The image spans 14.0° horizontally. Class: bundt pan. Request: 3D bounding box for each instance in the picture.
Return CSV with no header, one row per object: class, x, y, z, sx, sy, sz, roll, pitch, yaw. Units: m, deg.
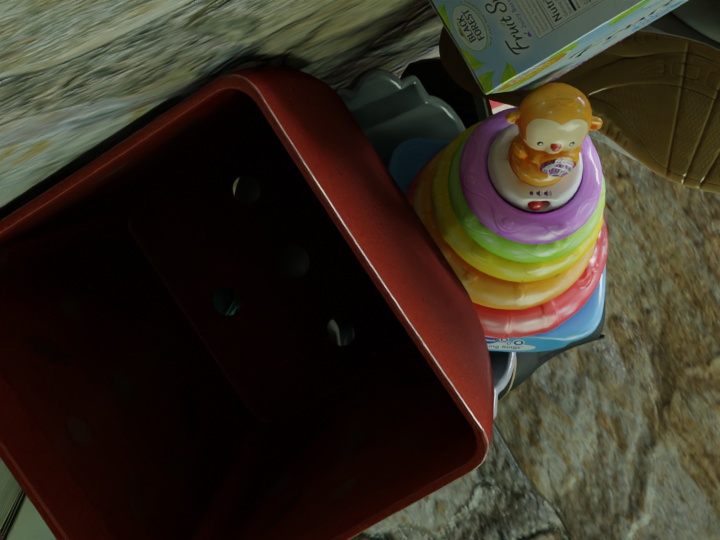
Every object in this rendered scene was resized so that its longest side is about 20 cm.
bundt pan,0.000,0.000,1.540,0.076,0.202,0.202,-13,-172,32

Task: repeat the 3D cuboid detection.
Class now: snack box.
snack box,0.137,-0.156,1.321,0.200,0.068,0.169,-32,178,12

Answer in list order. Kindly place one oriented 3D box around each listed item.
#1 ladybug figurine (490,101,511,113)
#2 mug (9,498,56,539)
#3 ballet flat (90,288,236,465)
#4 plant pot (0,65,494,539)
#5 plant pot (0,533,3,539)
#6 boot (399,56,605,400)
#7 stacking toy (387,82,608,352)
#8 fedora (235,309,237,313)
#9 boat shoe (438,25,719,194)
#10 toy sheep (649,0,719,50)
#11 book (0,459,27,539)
ladybug figurine,0.045,-0.078,1.779,0.136,0.072,0.200,-30,179,33
mug,-0.089,0.110,1.577,0.186,0.150,0.153,-38,178,-33
ballet flat,-0.115,0.055,1.470,0.070,0.067,0.200,-40,-168,34
plant pot,-0.054,0.020,1.353,0.200,0.200,0.176,-31,-174,21
plant pot,-0.247,0.135,1.362,0.200,0.179,0.200,-31,178,-1
boot,0.083,-0.034,1.697,0.077,0.200,0.138,8,-161,38
stacking toy,0.080,-0.041,1.418,0.116,0.110,0.200,5,160,-7
fedora,-0.039,0.048,1.674,0.200,0.092,0.201,11,161,4
boat shoe,0.138,-0.098,1.510,0.069,0.200,0.071,-77,-170,-78
toy sheep,0.195,-0.147,1.570,0.138,0.138,0.200,-28,149,-46
book,-0.228,0.099,1.581,0.133,0.048,0.200,-23,-154,28
